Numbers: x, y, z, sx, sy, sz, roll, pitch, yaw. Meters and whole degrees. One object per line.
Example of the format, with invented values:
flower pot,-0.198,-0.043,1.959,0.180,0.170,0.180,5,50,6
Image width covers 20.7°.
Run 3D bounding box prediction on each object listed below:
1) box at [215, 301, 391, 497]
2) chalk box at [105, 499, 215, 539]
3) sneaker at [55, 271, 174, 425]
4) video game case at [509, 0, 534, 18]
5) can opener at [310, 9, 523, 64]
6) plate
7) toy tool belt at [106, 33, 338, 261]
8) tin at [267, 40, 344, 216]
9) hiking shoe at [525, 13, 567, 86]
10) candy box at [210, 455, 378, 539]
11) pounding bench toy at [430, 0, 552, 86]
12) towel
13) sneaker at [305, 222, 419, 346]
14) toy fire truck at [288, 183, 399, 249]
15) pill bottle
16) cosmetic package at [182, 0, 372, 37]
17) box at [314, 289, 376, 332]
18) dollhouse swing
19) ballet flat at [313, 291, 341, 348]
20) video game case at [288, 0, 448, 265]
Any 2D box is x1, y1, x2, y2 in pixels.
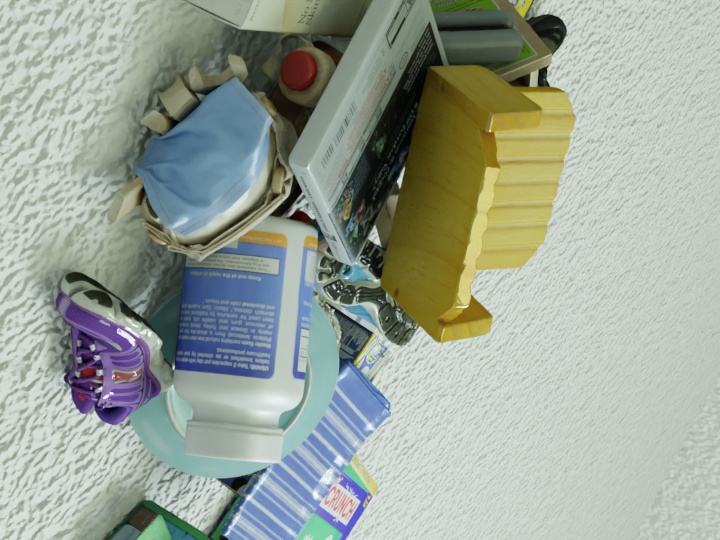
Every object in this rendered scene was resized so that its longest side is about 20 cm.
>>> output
box,-0.056,0.137,1.900,0.201,0.064,0.070,-55,156,-7
chalk box,-0.187,0.312,1.846,0.125,0.123,0.201,-46,153,-32
sneaker,-0.207,0.074,1.606,0.084,0.080,0.200,-48,154,-16
video game case,0.160,-0.338,1.970,0.201,0.025,0.181,-62,157,-2
can opener,0.050,-0.210,1.725,0.198,0.053,0.067,-1,140,-22
plate,-0.110,0.097,1.743,0.198,0.026,0.202,-8,114,-18
toy tool belt,-0.107,-0.104,1.546,0.200,0.125,0.123,-48,155,10
tin,-0.055,-0.119,1.694,0.112,0.042,0.200,-58,173,-27
hiking shoe,0.174,-0.179,2.079,0.201,0.100,0.076,-54,156,-17
candy box,-0.076,0.270,2.091,0.201,0.077,0.169,-57,156,-13
pounding bench toy,0.059,-0.150,1.838,0.199,0.125,0.157,-23,144,-17
towel,-0.048,0.185,1.866,0.201,0.024,0.145,-55,155,-9
sneaker,0.000,0.000,1.777,0.079,0.090,0.200,-56,142,-2
toy fire truck,0.033,-0.041,1.821,0.200,0.049,0.141,-38,131,26
pill bottle,-0.099,0.057,1.650,0.112,0.111,0.202,15,80,-66
cosmetic package,-0.054,-0.247,1.570,0.200,0.073,0.104,-12,127,-62
box,-0.064,0.083,1.954,0.157,0.041,0.200,-57,155,-8
dollhouse swing,0.130,-0.056,1.690,0.174,0.182,0.202,4,110,-25
ballet flat,-0.071,0.036,1.788,0.075,0.064,0.200,-27,143,19
video game case,0.011,-0.128,1.621,0.201,0.023,0.182,-63,158,-18
